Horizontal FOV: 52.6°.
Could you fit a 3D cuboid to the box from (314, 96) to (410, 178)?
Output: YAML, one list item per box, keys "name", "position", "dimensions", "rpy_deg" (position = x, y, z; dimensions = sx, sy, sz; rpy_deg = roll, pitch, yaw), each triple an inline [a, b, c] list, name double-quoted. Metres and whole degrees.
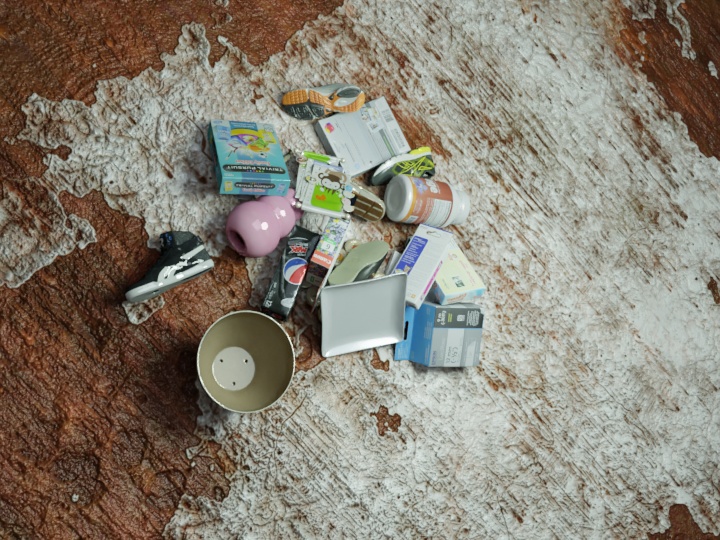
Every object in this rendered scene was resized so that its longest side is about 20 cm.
- name: "box"
  position: [0.007, -0.324, 1.792]
  dimensions: [0.199, 0.041, 0.157]
  rpy_deg: [-27, 87, -27]

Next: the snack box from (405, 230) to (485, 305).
- name: "snack box"
  position: [0.201, -0.010, 1.742]
  dimensions: [0.115, 0.037, 0.201]
  rpy_deg: [-9, 49, -24]

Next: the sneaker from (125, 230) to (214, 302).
- name: "sneaker"
  position: [-0.417, -0.017, 1.524]
  dimensions: [0.199, 0.073, 0.113]
  rpy_deg: [-25, 84, -34]

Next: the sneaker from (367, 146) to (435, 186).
- name: "sneaker"
  position: [0.110, -0.241, 1.795]
  dimensions: [0.199, 0.074, 0.085]
  rpy_deg: [-26, 88, -26]

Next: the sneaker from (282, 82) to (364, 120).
- name: "sneaker"
  position: [-0.091, -0.415, 1.766]
  dimensions: [0.197, 0.092, 0.077]
  rpy_deg: [-3, 118, -5]

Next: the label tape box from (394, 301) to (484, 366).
- name: "label tape box"
  position: [0.186, 0.149, 1.706]
  dimensions: [0.197, 0.066, 0.145]
  rpy_deg: [2, 99, -24]

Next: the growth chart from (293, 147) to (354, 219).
- name: "growth chart"
  position: [-0.083, -0.196, 1.648]
  dimensions: [0.143, 0.018, 0.202]
  rpy_deg: [6, 51, -11]

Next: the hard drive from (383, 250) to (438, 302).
- name: "hard drive"
  position: [0.142, 0.057, 1.759]
  dimensions: [0.198, 0.025, 0.133]
  rpy_deg: [28, 68, -14]

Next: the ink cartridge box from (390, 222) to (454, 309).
- name: "ink cartridge box"
  position: [0.136, -0.012, 1.691]
  dimensions: [0.094, 0.037, 0.201]
  rpy_deg: [19, 70, 30]

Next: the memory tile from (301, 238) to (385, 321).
- name: "memory tile"
  position: [-0.043, 0.022, 1.679]
  dimensions: [0.199, 0.017, 0.154]
  rpy_deg: [-31, 79, -24]

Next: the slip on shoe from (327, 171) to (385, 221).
- name: "slip on shoe"
  position: [-0.029, -0.186, 1.734]
  dimensions: [0.198, 0.077, 0.061]
  rpy_deg: [25, 26, -5]

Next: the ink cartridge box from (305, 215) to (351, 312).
- name: "ink cartridge box"
  position: [-0.084, -0.019, 1.613]
  dimensions: [0.050, 0.109, 0.202]
  rpy_deg: [23, 63, 0]

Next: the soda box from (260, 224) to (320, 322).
- name: "soda box"
  position: [-0.154, 0.007, 1.608]
  dimensions: [0.063, 0.071, 0.202]
  rpy_deg: [21, 73, 0]

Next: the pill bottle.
- name: "pill bottle"
  position: [0.165, -0.165, 1.772]
  dimensions: [0.198, 0.112, 0.114]
  rpy_deg: [5, 74, -31]

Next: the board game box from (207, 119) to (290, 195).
- name: "board game box"
  position: [-0.249, -0.251, 1.612]
  dimensions: [0.149, 0.047, 0.201]
  rpy_deg: [0, 47, -23]

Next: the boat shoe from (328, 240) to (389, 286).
- name: "boat shoe"
  position: [-0.002, -0.001, 1.661]
  dimensions: [0.073, 0.064, 0.201]
  rpy_deg: [19, 44, 30]

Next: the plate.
- name: "plate"
  position: [0.004, 0.093, 1.615]
  dimensions: [0.197, 0.202, 0.032]
  rpy_deg: [-11, 39, -15]

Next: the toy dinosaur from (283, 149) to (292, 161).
- name: "toy dinosaur"
  position: [-0.217, -0.214, 1.667]
  dimensions: [0.199, 0.048, 0.089]
  rpy_deg: [-27, 78, -29]

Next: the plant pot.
- name: "plant pot"
  position: [-0.248, 0.194, 1.500]
  dimensions: [0.198, 0.134, 0.203]
  rpy_deg: [5, 75, -21]

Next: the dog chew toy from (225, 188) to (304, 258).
- name: "dog chew toy"
  position: [-0.202, -0.115, 1.611]
  dimensions: [0.200, 0.124, 0.125]
  rpy_deg: [-40, 93, -34]
